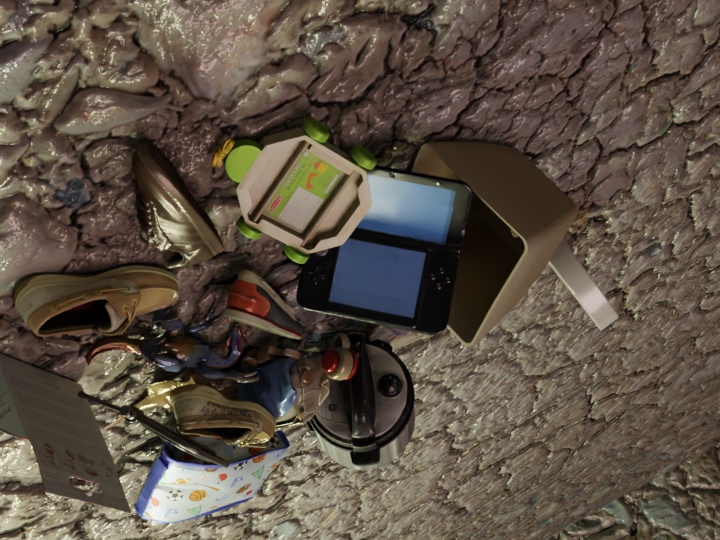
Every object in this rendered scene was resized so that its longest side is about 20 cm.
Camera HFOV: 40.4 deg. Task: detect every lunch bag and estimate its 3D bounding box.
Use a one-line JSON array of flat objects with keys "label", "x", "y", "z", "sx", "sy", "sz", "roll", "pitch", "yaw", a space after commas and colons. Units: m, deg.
[{"label": "lunch bag", "x": -0.236, "y": 0.290, "z": 1.481, "sx": 0.198, "sy": 0.124, "sz": 0.171, "roll": -14, "pitch": 147, "yaw": -40}]

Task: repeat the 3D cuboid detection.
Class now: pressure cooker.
[{"label": "pressure cooker", "x": 0.001, "y": 0.202, "z": 1.509, "sx": 0.179, "sy": 0.175, "sz": 0.201, "roll": -47, "pitch": 162, "yaw": -16}]

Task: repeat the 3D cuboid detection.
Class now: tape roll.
[{"label": "tape roll", "x": 0.328, "y": 0.003, "z": 1.523, "sx": 0.037, "sy": 0.204, "sz": 0.203, "roll": -38, "pitch": 149, "yaw": 9}]

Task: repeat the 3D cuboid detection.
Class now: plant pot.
[{"label": "plant pot", "x": 0.174, "y": -0.056, "z": 1.326, "sx": 0.176, "sy": 0.200, "sz": 0.201, "roll": -22, "pitch": 149, "yaw": -39}]

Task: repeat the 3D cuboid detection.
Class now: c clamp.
[{"label": "c clamp", "x": -0.259, "y": 0.213, "z": 1.302, "sx": 0.027, "sy": 0.169, "sz": 0.200, "roll": -63, "pitch": 158, "yaw": -14}]

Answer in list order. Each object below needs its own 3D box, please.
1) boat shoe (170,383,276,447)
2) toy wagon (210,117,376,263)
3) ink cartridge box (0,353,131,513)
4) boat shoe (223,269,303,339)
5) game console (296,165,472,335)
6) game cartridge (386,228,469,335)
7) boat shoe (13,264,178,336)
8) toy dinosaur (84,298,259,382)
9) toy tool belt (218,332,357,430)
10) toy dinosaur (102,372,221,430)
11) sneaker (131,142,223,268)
[{"label": "boat shoe", "x": -0.186, "y": 0.211, "z": 1.332, "sx": 0.073, "sy": 0.063, "sz": 0.199, "roll": -24, "pitch": 147, "yaw": 26}, {"label": "toy wagon", "x": -0.081, "y": -0.101, "z": 1.122, "sx": 0.198, "sy": 0.040, "sz": 0.156, "roll": 27, "pitch": 112, "yaw": -28}, {"label": "ink cartridge box", "x": -0.366, "y": 0.204, "z": 1.164, "sx": 0.047, "sy": 0.201, "sz": 0.160, "roll": -37, "pitch": 149, "yaw": 7}, {"label": "boat shoe", "x": -0.122, "y": 0.050, "z": 1.308, "sx": 0.200, "sy": 0.070, "sz": 0.063, "roll": 36, "pitch": 66, "yaw": -68}, {"label": "game console", "x": 0.025, "y": -0.027, "z": 1.201, "sx": 0.197, "sy": 0.173, "sz": 0.118, "roll": 11, "pitch": 169, "yaw": 5}, {"label": "game cartridge", "x": 0.108, "y": 0.020, "z": 1.506, "sx": 0.199, "sy": 0.041, "sz": 0.133, "roll": -40, "pitch": 152, "yaw": 10}, {"label": "boat shoe", "x": -0.297, "y": 0.043, "z": 1.135, "sx": 0.198, "sy": 0.067, "sz": 0.074, "roll": -7, "pitch": 141, "yaw": -36}, {"label": "toy dinosaur", "x": -0.229, "y": 0.094, "z": 1.297, "sx": 0.197, "sy": 0.107, "sz": 0.182, "roll": -1, "pitch": 162, "yaw": 13}, {"label": "toy tool belt", "x": -0.110, "y": 0.157, "z": 1.403, "sx": 0.122, "sy": 0.127, "sz": 0.199, "roll": 13, "pitch": 147, "yaw": -41}, {"label": "toy dinosaur", "x": -0.264, "y": 0.176, "z": 1.373, "sx": 0.198, "sy": 0.059, "sz": 0.101, "roll": -25, "pitch": 148, "yaw": 26}, {"label": "sneaker", "x": -0.213, "y": -0.058, "z": 1.070, "sx": 0.075, "sy": 0.071, "sz": 0.201, "roll": -30, "pitch": 148, "yaw": -2}]
